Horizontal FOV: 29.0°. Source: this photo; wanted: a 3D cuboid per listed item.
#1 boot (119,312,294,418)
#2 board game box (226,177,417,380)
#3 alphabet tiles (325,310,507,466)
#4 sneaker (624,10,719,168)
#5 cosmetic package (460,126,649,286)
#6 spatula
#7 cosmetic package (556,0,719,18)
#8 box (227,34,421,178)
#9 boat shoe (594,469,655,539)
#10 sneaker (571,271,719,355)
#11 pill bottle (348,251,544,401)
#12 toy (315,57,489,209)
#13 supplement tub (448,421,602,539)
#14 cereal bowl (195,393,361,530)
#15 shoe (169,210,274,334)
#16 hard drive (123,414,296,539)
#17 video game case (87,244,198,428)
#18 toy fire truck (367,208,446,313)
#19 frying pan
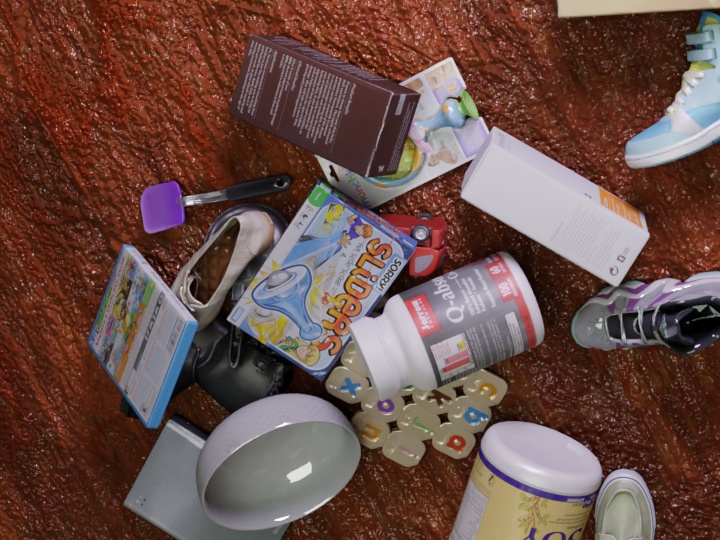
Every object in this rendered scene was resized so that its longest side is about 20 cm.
[{"bbox_3d":[-0.185,0.139,1.707,0.162,0.073,0.199,35,103,5],"label":"boot"},{"bbox_3d":[-0.045,0.012,1.597,0.135,0.034,0.200,32,110,-6],"label":"board game box"},{"bbox_3d":[0.067,0.137,1.666,0.195,0.015,0.200,27,108,-4],"label":"alphabet tiles"},{"bbox_3d":[0.357,-0.200,1.491,0.199,0.080,0.131,-26,99,8],"label":"sneaker"},{"bbox_3d":[0.214,-0.072,1.534,0.200,0.101,0.071,29,108,-2],"label":"cosmetic package"},{"bbox_3d":[-0.176,-0.090,1.673,0.199,0.021,0.057,-11,88,14],"label":"spatula"},{"bbox_3d":[0.308,-0.308,1.461,0.199,0.105,0.071,-1,104,15],"label":"cosmetic package"},{"bbox_3d":[-0.042,-0.187,1.562,0.200,0.075,0.100,27,110,26],"label":"box"},{"bbox_3d":[0.311,0.337,1.644,0.072,0.062,0.201,2,103,13],"label":"boat shoe"},{"bbox_3d":[0.325,0.056,1.528,0.199,0.140,0.078,-17,100,16],"label":"sneaker"},{"bbox_3d":[0.096,0.066,1.568,0.199,0.116,0.116,-23,98,-5],"label":"pill bottle"},{"bbox_3d":[0.041,-0.147,1.594,0.199,0.047,0.115,-26,96,17],"label":"toy"},{"bbox_3d":[0.185,0.293,1.620,0.145,0.145,0.201,18,107,8],"label":"supplement tub"},{"bbox_3d":[-0.105,0.216,1.655,0.200,0.200,0.083,-46,48,19],"label":"cereal bowl"},{"bbox_3d":[-0.180,0.005,1.624,0.070,0.053,0.200,47,113,17],"label":"shoe"},{"bbox_3d":[-0.185,0.292,1.767,0.200,0.033,0.140,31,108,4],"label":"hard drive"},{"bbox_3d":[-0.264,0.076,1.667,0.200,0.018,0.144,43,116,48],"label":"video game case"},{"bbox_3d":[0.000,0.000,1.636,0.199,0.049,0.142,4,113,6],"label":"toy fire truck"},{"bbox_3d":[-0.154,0.008,1.660,0.115,0.031,0.191,28,88,17],"label":"frying pan"}]
